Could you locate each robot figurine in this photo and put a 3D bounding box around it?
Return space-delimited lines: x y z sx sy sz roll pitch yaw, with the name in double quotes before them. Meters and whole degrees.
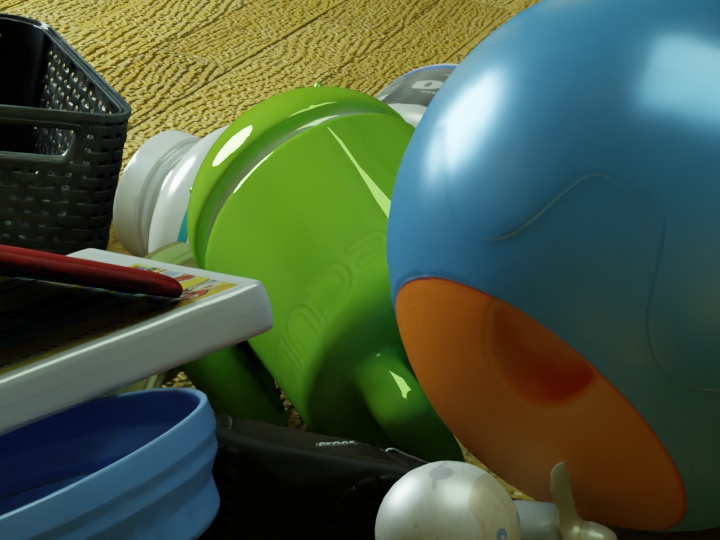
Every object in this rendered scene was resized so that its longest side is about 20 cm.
"robot figurine" 0.000 0.000 0.996 0.200 0.175 0.116 52 -2 37

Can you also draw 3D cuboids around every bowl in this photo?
"bowl" -0.139 0.090 0.749 0.200 0.039 0.201 -18 7 2

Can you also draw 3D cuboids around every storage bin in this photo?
"storage bin" -0.219 -0.076 1.267 0.135 0.094 0.200 4 20 -25

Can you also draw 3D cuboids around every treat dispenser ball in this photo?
"treat dispenser ball" 0.109 -0.006 0.835 0.200 0.201 0.201 11 17 -3

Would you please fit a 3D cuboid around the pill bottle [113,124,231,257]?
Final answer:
"pill bottle" -0.028 -0.007 1.151 0.200 0.111 0.111 24 21 32

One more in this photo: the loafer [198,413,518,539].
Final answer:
"loafer" 0.005 0.096 0.913 0.200 0.073 0.071 20 18 21

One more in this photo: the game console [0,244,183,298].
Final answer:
"game console" -0.193 0.031 0.864 0.119 0.173 0.200 45 -19 -25

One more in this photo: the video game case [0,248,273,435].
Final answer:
"video game case" -0.157 0.038 0.882 0.200 0.023 0.182 -21 13 -24

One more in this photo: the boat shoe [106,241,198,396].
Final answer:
"boat shoe" -0.104 0.042 1.035 0.063 0.073 0.201 47 16 -3

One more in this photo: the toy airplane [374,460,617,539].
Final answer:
"toy airplane" 0.007 0.121 0.727 0.198 0.142 0.200 5 19 -20

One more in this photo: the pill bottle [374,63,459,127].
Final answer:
"pill bottle" 0.033 -0.046 1.307 0.113 0.114 0.200 15 18 9

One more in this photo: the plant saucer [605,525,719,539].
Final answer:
"plant saucer" 0.156 0.045 0.978 0.029 0.200 0.200 33 11 -19
